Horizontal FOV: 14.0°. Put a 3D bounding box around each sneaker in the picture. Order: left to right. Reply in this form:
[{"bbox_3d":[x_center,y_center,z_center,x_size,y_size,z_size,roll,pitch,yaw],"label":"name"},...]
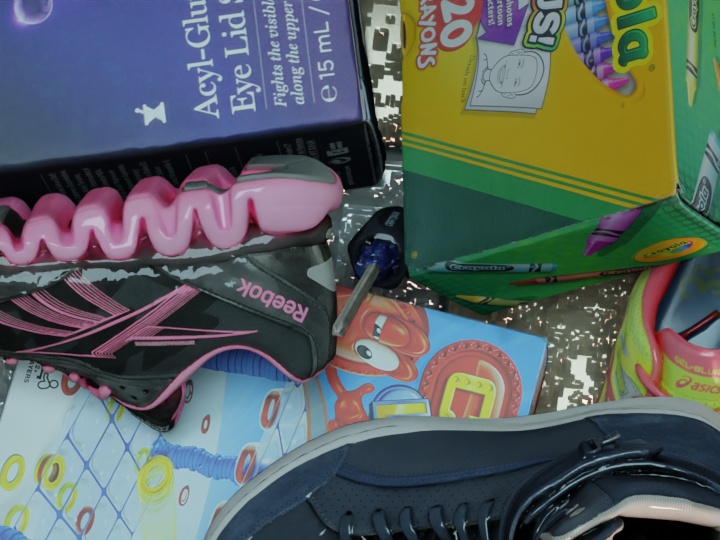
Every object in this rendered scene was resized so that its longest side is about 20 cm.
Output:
[{"bbox_3d":[-0.099,0.018,1.077,0.199,0.079,0.096,-8,104,10],"label":"sneaker"},{"bbox_3d":[0.038,0.101,1.002,0.202,0.146,0.077,-14,105,5],"label":"sneaker"},{"bbox_3d":[0.119,0.055,1.101,0.078,0.090,0.201,10,80,3],"label":"sneaker"}]

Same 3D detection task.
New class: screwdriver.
[{"bbox_3d":[0.000,0.000,1.068,0.029,0.200,0.028,43,102,2],"label":"screwdriver"}]

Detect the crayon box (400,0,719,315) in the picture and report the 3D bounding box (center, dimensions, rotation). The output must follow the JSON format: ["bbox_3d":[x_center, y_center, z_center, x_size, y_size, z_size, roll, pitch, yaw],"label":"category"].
[{"bbox_3d":[0.078,-0.094,1.110,0.118,0.058,0.201,-16,63,32],"label":"crayon box"}]

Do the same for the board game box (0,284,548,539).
[{"bbox_3d":[-0.046,0.100,1.116,0.195,0.056,0.201,14,79,6],"label":"board game box"}]

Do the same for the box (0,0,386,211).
[{"bbox_3d":[-0.099,-0.100,1.138,0.199,0.104,0.149,-9,78,1],"label":"box"}]
